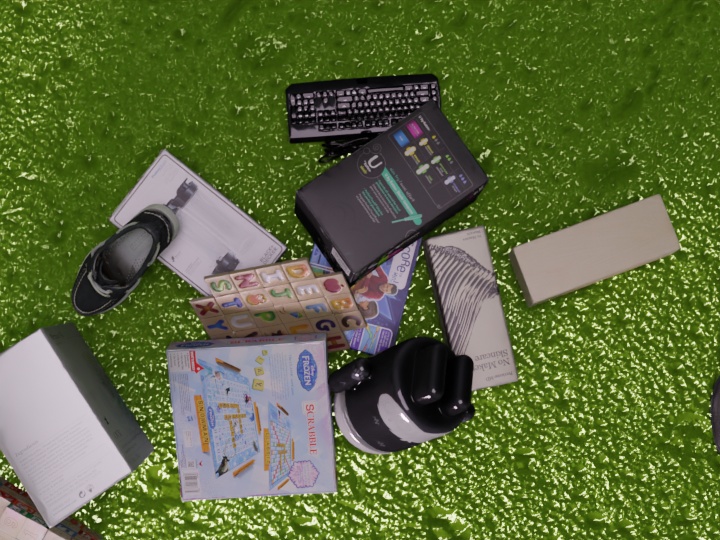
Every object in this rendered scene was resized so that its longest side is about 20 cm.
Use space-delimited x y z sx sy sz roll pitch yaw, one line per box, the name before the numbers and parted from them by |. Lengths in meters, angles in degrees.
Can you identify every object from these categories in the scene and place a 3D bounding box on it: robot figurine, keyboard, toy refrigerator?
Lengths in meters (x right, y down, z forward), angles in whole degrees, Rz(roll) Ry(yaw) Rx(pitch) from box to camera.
robot figurine | 0.053 0.151 1.665 0.125 0.200 0.151 -38 96 -40
keyboard | 0.006 -0.196 1.741 0.198 0.040 0.105 -5 89 -1
toy refrigerator | 0.295 -0.024 1.736 0.199 0.070 0.076 -21 83 -3

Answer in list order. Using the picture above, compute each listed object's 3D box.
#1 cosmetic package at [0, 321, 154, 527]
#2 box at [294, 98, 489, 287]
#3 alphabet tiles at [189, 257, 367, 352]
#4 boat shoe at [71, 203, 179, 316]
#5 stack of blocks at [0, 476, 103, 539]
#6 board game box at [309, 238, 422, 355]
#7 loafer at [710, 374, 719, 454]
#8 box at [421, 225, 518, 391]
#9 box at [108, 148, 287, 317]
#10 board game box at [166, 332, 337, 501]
cosmetic package | -0.359 0.177 1.644 0.123 0.199 0.201 -34 91 -1
box | 0.035 -0.090 1.649 0.199 0.149 0.125 -35 86 -8
alphabet tiles | -0.100 0.053 1.679 0.199 0.006 0.167 -10 134 14
boat shoe | -0.302 -0.006 1.677 0.076 0.060 0.200 41 120 -3
stack of blocks | -0.424 0.314 1.684 0.199 0.115 0.059 30 88 -1
board game box | 0.000 0.000 1.740 0.134 0.034 0.201 16 89 -2
loafer | 0.495 0.146 1.738 0.072 0.072 0.201 9 90 -3
box | 0.138 0.049 1.728 0.082 0.068 0.201 -14 89 -3
box | -0.203 -0.046 1.721 0.200 0.060 0.117 37 89 -2
board game box | -0.133 0.183 1.703 0.198 0.041 0.201 -3 104 2
